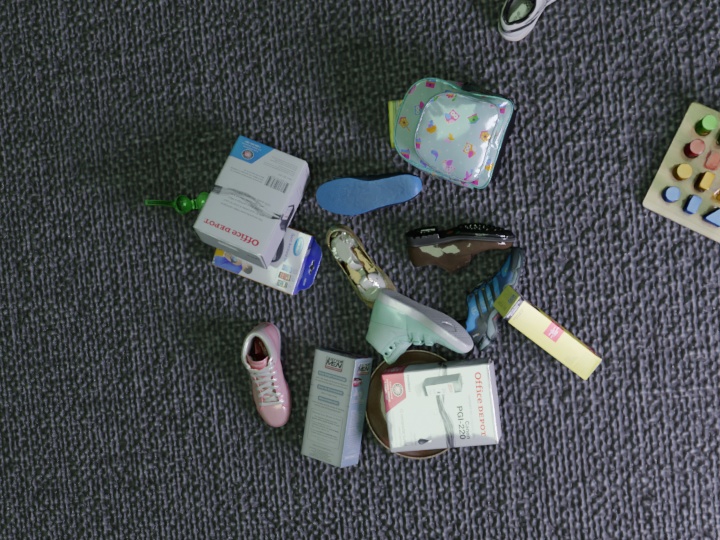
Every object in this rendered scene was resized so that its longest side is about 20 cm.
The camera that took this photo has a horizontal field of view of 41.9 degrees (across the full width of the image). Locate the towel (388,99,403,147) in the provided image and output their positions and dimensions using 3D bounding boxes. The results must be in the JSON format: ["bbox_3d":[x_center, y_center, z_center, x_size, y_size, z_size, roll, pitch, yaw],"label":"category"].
[{"bbox_3d":[0.150,-0.275,1.735,0.197,0.018,0.087,-2,97,11],"label":"towel"}]

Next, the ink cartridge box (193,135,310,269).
[{"bbox_3d":[-0.199,-0.126,1.746,0.144,0.084,0.202,22,75,9],"label":"ink cartridge box"}]

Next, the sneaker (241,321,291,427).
[{"bbox_3d":[-0.182,0.202,1.774,0.074,0.105,0.203,-7,91,10],"label":"sneaker"}]

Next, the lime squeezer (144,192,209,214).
[{"bbox_3d":[-0.318,-0.138,1.816,0.197,0.071,0.038,-7,66,-17],"label":"lime squeezer"}]

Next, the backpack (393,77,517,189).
[{"bbox_3d":[0.156,-0.247,1.655,0.198,0.153,0.178,21,105,14],"label":"backpack"}]

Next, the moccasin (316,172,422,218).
[{"bbox_3d":[0.019,-0.139,1.742,0.197,0.068,0.082,-1,99,13],"label":"moccasin"}]

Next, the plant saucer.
[{"bbox_3d":[0.106,0.247,1.748,0.197,0.037,0.203,0,92,11],"label":"plant saucer"}]

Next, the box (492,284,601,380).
[{"bbox_3d":[0.326,0.108,1.642,0.199,0.075,0.050,37,98,-15],"label":"box"}]

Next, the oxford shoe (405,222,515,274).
[{"bbox_3d":[0.185,-0.039,1.715,0.197,0.073,0.086,-4,107,14],"label":"oxford shoe"}]

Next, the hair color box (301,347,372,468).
[{"bbox_3d":[-0.044,0.253,1.752,0.098,0.060,0.203,11,95,35],"label":"hair color box"}]

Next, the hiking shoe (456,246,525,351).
[{"bbox_3d":[0.233,0.043,1.696,0.086,0.074,0.202,24,96,9],"label":"hiking shoe"}]

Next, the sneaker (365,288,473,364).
[{"bbox_3d":[0.103,0.128,1.704,0.199,0.074,0.119,27,108,20],"label":"sneaker"}]

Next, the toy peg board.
[{"bbox_3d":[0.616,-0.160,1.598,0.198,0.098,0.201,27,97,10],"label":"toy peg board"}]

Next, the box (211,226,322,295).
[{"bbox_3d":[-0.176,-0.035,1.798,0.198,0.041,0.121,20,95,13],"label":"box"}]

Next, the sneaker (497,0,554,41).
[{"bbox_3d":[0.314,-0.499,1.657,0.075,0.088,0.201,33,96,11],"label":"sneaker"}]

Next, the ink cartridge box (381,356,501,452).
[{"bbox_3d":[0.146,0.240,1.680,0.197,0.085,0.148,-7,90,10],"label":"ink cartridge box"}]

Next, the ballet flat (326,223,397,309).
[{"bbox_3d":[0.000,0.000,1.749,0.070,0.071,0.201,-36,85,11],"label":"ballet flat"}]
